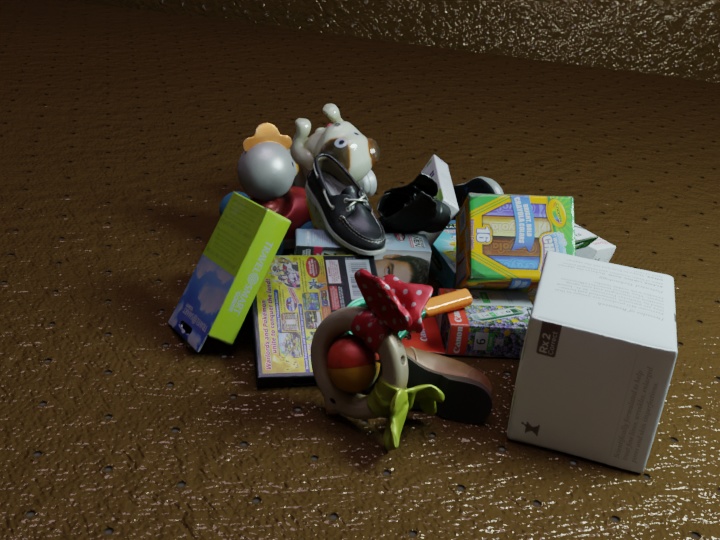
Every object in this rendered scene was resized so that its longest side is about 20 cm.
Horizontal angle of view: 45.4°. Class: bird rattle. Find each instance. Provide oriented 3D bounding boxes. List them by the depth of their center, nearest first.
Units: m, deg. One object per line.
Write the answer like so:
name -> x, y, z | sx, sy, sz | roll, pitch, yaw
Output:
bird rattle -> 0.007, 0.100, 0.974 | 0.160, 0.204, 0.112 | -8, 15, 33

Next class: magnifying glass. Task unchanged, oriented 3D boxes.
magnifying glass -> 0.064, 0.057, 1.136 | 0.197, 0.023, 0.080 | -13, 54, -29

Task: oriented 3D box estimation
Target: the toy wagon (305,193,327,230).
toy wagon -> -0.013, -0.066, 1.388 | 0.199, 0.039, 0.157 | 31, 34, -51

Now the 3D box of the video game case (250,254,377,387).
video game case -> -0.055, 0.061, 1.135 | 0.176, 0.026, 0.203 | 0, 49, -12

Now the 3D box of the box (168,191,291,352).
box -> -0.176, 0.004, 1.145 | 0.047, 0.203, 0.121 | 26, 0, -35

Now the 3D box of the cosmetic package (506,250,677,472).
cosmetic package -> 0.279, 0.101, 1.034 | 0.161, 0.168, 0.200 | 12, 27, 13

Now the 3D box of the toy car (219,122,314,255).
toy car -> -0.137, -0.140, 1.410 | 0.173, 0.204, 0.184 | -6, 28, -23

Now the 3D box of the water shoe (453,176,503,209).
water shoe -> 0.226, -0.129, 1.555 | 0.077, 0.073, 0.200 | 6, 5, -19

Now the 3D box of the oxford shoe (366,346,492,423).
oxford shoe -> 0.068, 0.127, 1.061 | 0.196, 0.073, 0.071 | 20, 24, 5

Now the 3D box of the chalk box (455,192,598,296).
chalk box -> 0.243, -0.033, 1.251 | 0.195, 0.127, 0.125 | 3, -13, -2

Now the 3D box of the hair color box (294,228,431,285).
hair color box -> 0.000, 0.000, 1.265 | 0.195, 0.101, 0.061 | 2, 26, -6

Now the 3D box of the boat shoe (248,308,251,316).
boat shoe -> -0.153, 0.030, 1.229 | 0.199, 0.071, 0.072 | 27, 56, 29

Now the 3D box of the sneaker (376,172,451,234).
sneaker -> 0.056, -0.086, 1.280 | 0.103, 0.061, 0.198 | 21, -24, -38

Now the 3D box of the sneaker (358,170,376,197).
sneaker -> -0.069, -0.168, 1.639 | 0.114, 0.075, 0.198 | -20, 26, -39

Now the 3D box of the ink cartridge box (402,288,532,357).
ink cartridge box -> 0.147, 0.071, 1.204 | 0.195, 0.051, 0.109 | 3, 26, -6

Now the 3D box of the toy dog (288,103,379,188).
toy dog -> -0.053, -0.185, 1.485 | 0.137, 0.198, 0.199 | -15, -2, -25

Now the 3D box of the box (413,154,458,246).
box -> 0.098, -0.092, 1.408 | 0.036, 0.145, 0.201 | 31, 23, -14

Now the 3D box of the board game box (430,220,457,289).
board game box -> 0.186, -0.024, 1.412 | 0.148, 0.048, 0.201 | -2, 27, -15

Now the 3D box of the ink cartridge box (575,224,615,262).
ink cartridge box -> 0.329, -0.035, 1.370 | 0.198, 0.069, 0.115 | 34, 21, 25

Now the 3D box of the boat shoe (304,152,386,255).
boat shoe -> -0.019, -0.098, 1.250 | 0.072, 0.061, 0.201 | -5, 40, -28
